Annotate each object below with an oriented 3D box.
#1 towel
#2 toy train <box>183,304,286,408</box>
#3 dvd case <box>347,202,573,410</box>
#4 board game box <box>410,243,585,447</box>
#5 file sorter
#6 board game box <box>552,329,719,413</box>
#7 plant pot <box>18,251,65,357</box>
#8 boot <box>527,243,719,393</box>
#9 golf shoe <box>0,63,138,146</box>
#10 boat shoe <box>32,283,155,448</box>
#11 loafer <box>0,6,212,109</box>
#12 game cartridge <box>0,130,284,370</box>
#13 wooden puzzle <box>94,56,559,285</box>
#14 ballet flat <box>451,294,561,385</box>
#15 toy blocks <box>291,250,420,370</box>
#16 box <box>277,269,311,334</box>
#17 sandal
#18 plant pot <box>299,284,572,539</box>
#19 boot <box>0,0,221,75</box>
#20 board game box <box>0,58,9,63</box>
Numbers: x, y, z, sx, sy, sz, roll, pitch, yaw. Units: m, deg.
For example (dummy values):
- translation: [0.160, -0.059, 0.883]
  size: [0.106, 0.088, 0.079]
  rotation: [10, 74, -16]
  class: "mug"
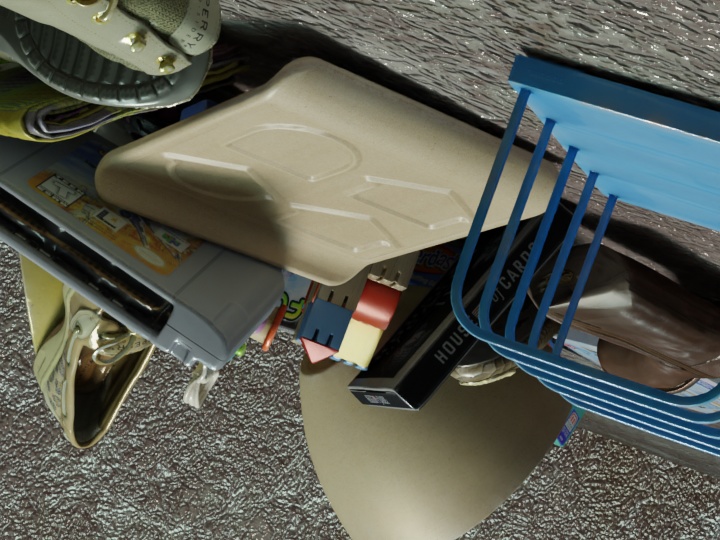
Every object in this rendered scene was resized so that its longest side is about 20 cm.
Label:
- translation: [-0.167, -0.095, 1.140]
  size: [0.143, 0.023, 0.199]
  rotation: [-24, -163, -35]
  class: "towel"
- translation: [-0.054, 0.006, 1.450]
  size: [0.055, 0.201, 0.151]
  rotation: [24, 152, 13]
  class: "toy train"
- translation: [0.060, 0.025, 1.308]
  size: [0.025, 0.150, 0.200]
  rotation: [41, 172, -5]
  class: "dvd case"
- translation: [0.081, 0.048, 1.642]
  size: [0.151, 0.045, 0.200]
  rotation: [21, 156, 36]
  class: "board game box"
- translation: [0.137, 0.004, 0.948]
  size: [0.138, 0.123, 0.200]
  rotation: [19, 175, 22]
  class: "file sorter"
- translation: [0.258, 0.075, 1.610]
  size: [0.199, 0.041, 0.199]
  rotation: [25, 173, -35]
  class: "board game box"
- translation: [-0.163, -0.041, 1.439]
  size: [0.141, 0.202, 0.200]
  rotation: [-7, 177, -6]
  class: "plant pot"
- translation: [0.159, 0.029, 1.325]
  size: [0.199, 0.065, 0.186]
  rotation: [15, 165, -37]
  class: "boot"
- translation: [-0.206, -0.103, 1.281]
  size: [0.200, 0.075, 0.092]
  rotation: [37, 163, 2]
  class: "golf shoe"
- translation: [-0.155, 0.044, 1.326]
  size: [0.073, 0.063, 0.200]
  rotation: [-9, 154, -25]
  class: "boat shoe"
- translation: [-0.144, -0.128, 1.035]
  size: [0.199, 0.076, 0.069]
  rotation: [23, -172, 32]
  class: "loafer"
- translation: [-0.140, -0.025, 1.194]
  size: [0.199, 0.042, 0.133]
  rotation: [34, -154, 2]
  class: "game cartridge"
- translation: [-0.020, -0.059, 1.135]
  size: [0.184, 0.047, 0.200]
  rotation: [20, 154, -32]
  class: "wooden puzzle"
- translation: [0.106, 0.043, 1.393]
  size: [0.067, 0.047, 0.200]
  rotation: [-4, -165, 21]
  class: "ballet flat"
- translation: [0.000, 0.000, 1.337]
  size: [0.099, 0.138, 0.200]
  rotation: [21, 175, -4]
  class: "toy blocks"
- translation: [-0.068, -0.014, 1.598]
  size: [0.199, 0.111, 0.035]
  rotation: [16, 173, 39]
  class: "box"
- translation: [-0.100, -0.088, 1.294]
  size: [0.075, 0.048, 0.200]
  rotation: [14, 167, 44]
  class: "sandal"
- translation: [0.034, 0.088, 1.477]
  size: [0.135, 0.200, 0.200]
  rotation: [48, 166, -16]
  class: "plant pot"
- translation: [-0.108, -0.127, 0.841]
  size: [0.154, 0.072, 0.199]
  rotation: [26, 177, -42]
  class: "boot"
- translation: [-0.271, -0.172, 1.130]
  size: [0.199, 0.048, 0.101]
  rotation: [23, 174, -24]
  class: "board game box"
